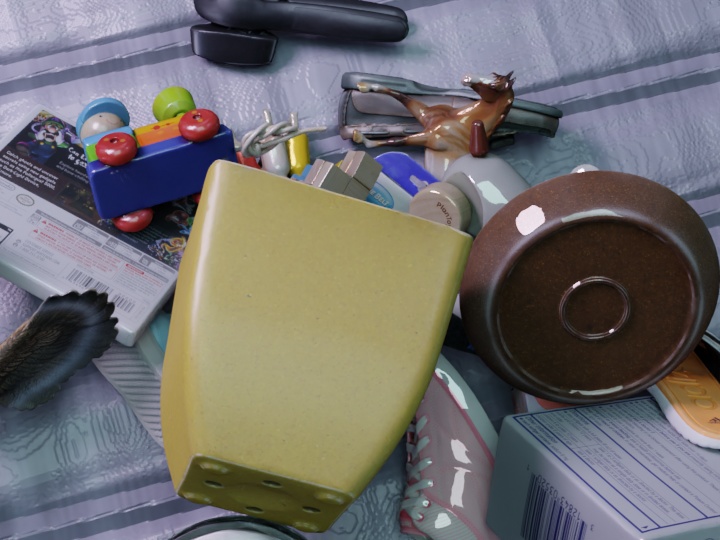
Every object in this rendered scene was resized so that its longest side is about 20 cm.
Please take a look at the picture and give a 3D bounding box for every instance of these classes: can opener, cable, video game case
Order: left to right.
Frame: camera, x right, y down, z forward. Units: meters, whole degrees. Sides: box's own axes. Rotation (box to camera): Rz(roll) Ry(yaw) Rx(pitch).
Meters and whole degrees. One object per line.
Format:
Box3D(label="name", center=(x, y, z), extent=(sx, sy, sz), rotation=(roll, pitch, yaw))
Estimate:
Box3D(label="video game case", center=(-0.234, -0.043, 1.184), extent=(0.199, 0.023, 0.182), rotation=(28, 44, 4))
Box3D(label="cable", center=(-0.065, -0.041, 1.219), extent=(0.097, 0.050, 0.201), rotation=(-16, 75, -24))
Box3D(label="can opener", center=(-0.055, -0.231, 1.278), extent=(0.199, 0.079, 0.064), rotation=(-1, 36, -7))

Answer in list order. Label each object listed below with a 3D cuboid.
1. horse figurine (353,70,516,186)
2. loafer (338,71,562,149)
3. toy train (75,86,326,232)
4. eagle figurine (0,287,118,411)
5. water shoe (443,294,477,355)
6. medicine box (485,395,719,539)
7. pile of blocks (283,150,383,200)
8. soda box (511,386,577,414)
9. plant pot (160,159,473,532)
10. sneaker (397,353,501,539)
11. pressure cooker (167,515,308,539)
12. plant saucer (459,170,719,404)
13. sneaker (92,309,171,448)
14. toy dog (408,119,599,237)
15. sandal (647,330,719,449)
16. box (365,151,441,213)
Box3D(label="horse figurine", center=(0.056, -0.081, 1.216), extent=(0.132, 0.050, 0.201), rotation=(4, 110, -4))
Box3D(label="loafer", center=(0.077, -0.132, 1.257), extent=(0.199, 0.072, 0.063), rotation=(10, 95, 6))
Box3D(label="toy train", center=(-0.140, -0.117, 1.195), extent=(0.199, 0.085, 0.116), rotation=(-18, 42, -13))
Box3D(label="eagle figurine", center=(-0.298, 0.064, 1.099), extent=(0.151, 0.152, 0.200), rotation=(28, 85, 46))
Box3D(label="water shoe", center=(0.101, 0.024, 1.149), extent=(0.199, 0.072, 0.079), rotation=(24, 62, 0))
Box3D(label="medicine box", center=(0.230, 0.185, 1.078), extent=(0.199, 0.182, 0.103), rotation=(-4, 114, -27))
Box3D(label="pile of blocks", center=(-0.077, -0.048, 1.152), extent=(0.200, 0.062, 0.082), rotation=(-38, 40, 20))
Box3D(label="soda box", center=(0.156, 0.052, 1.202), extent=(0.063, 0.068, 0.201), rotation=(-8, 77, -4))
Box3D(label="plant pot", center=(-0.051, 0.073, 1.019), extent=(0.193, 0.196, 0.201), rotation=(16, 65, -7))
Box3D(label="sneaker", center=(0.060, 0.157, 1.161), extent=(0.104, 0.075, 0.201), rotation=(-31, 88, -13))
Box3D(label="pressure cooker", center=(-0.094, 0.272, 1.060), extent=(0.178, 0.200, 0.177), rotation=(18, 77, 2))
Box3D(label="plant saucer", center=(0.175, 0.023, 1.062), extent=(0.199, 0.035, 0.201), rotation=(-1, 117, -1))
Box3D(label="sneaker", center=(-0.171, 0.066, 1.191), extent=(0.082, 0.074, 0.200), rotation=(-9, 58, -48))
Box3D(label="toy dog", center=(0.141, -0.055, 1.117), extent=(0.199, 0.097, 0.132), rotation=(13, 35, 5))
Box3D(label="sandal", center=(0.268, 0.074, 1.146), extent=(0.079, 0.207, 0.060), rotation=(3, 112, -14))
Box3D(label="box", center=(0.000, 0.000, 1.182), extent=(0.119, 0.041, 0.200), rotation=(37, 96, -7))
